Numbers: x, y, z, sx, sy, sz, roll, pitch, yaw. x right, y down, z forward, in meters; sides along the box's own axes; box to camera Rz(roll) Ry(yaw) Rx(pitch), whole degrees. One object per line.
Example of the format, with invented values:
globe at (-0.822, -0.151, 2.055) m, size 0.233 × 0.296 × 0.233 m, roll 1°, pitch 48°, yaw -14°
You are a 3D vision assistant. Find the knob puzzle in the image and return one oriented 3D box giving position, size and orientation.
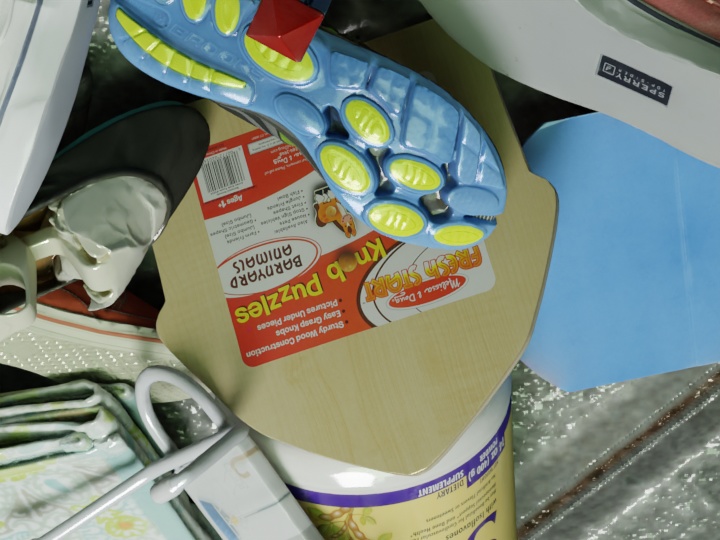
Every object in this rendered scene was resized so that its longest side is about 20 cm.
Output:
knob puzzle at (0.000, 0.000, 1.124) m, size 0.219 × 0.220 × 0.030 m, roll -18°, pitch 168°, yaw 10°

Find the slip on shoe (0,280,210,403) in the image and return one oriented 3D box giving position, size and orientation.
slip on shoe at (-0.141, 0.019, 1.185) m, size 0.200 × 0.061 × 0.074 m, roll 19°, pitch 149°, yaw -32°

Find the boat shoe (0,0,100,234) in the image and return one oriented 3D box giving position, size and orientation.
boat shoe at (-0.149, -0.118, 1.042) m, size 0.065 × 0.074 × 0.200 m, roll 15°, pitch 92°, yaw 2°

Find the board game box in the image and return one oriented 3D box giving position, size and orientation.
board game box at (0.153, -0.026, 1.185) m, size 0.200 × 0.039 × 0.158 m, roll -12°, pitch 123°, yaw -1°

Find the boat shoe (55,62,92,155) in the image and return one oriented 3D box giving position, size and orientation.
boat shoe at (-0.212, -0.077, 1.082) m, size 0.201 × 0.072 × 0.066 m, roll 3°, pitch 115°, yaw -34°

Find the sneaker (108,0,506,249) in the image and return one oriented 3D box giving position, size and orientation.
sneaker at (-0.018, -0.082, 1.082) m, size 0.199 × 0.083 × 0.071 m, roll 32°, pitch 107°, yaw -2°

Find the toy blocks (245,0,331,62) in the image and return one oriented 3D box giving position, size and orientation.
toy blocks at (-0.003, -0.177, 0.976) m, size 0.100 × 0.137 × 0.200 m, roll 28°, pitch 119°, yaw -5°

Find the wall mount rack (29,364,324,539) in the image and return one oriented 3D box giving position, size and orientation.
wall mount rack at (-0.075, 0.150, 1.147) m, size 0.200 × 0.075 × 0.174 m, roll 54°, pitch 145°, yaw -5°

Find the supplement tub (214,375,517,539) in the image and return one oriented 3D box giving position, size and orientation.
supplement tub at (0.007, 0.120, 1.220) m, size 0.145 × 0.146 × 0.200 m, roll -5°, pitch 128°, yaw 0°

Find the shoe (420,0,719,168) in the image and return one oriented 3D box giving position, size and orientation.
shoe at (0.122, -0.122, 1.088) m, size 0.200 × 0.091 × 0.072 m, roll 28°, pitch 141°, yaw 11°

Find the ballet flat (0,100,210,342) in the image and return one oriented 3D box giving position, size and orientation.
ballet flat at (-0.146, -0.004, 1.090) m, size 0.200 × 0.068 × 0.068 m, roll -29°, pitch 141°, yaw -10°

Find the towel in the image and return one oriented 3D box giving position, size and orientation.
towel at (-0.171, 0.130, 1.260) m, size 0.171 × 0.048 × 0.200 m, roll -12°, pitch 143°, yaw 11°
